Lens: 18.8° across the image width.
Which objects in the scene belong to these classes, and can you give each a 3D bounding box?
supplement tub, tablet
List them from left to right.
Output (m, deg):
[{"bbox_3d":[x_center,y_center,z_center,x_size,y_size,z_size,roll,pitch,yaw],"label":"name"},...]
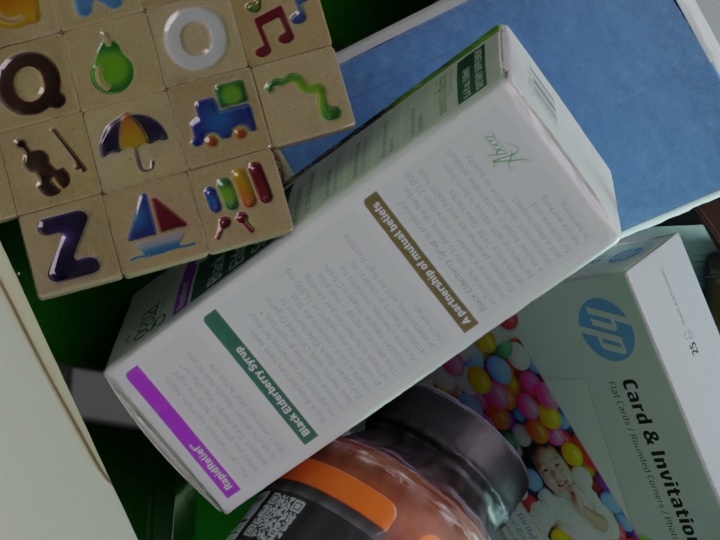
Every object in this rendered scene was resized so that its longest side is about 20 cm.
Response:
[{"bbox_3d":[-0.014,0.142,0.864,0.107,0.107,0.200,48,68,-24],"label":"supplement tub"},{"bbox_3d":[0.063,-0.060,0.938,0.131,0.199,0.014,58,28,-16],"label":"tablet"}]

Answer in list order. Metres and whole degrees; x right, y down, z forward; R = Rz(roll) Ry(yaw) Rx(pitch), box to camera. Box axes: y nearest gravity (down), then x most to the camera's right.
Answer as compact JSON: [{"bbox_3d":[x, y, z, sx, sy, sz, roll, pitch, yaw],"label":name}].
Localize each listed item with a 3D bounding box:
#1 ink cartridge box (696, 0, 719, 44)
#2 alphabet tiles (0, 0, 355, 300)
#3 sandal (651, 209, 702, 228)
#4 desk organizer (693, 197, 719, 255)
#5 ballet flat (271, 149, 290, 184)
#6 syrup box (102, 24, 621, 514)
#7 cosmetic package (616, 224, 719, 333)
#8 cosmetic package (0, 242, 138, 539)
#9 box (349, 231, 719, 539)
[{"bbox_3d":[0.209,-0.124,1.054,0.200,0.144,0.085,-26,139,-63],"label":"ink cartridge box"},{"bbox_3d":[-0.099,-0.095,0.833,0.165,0.006,0.202,-15,75,-4],"label":"alphabet tiles"},{"bbox_3d":[0.125,-0.050,1.094,0.200,0.045,0.076,44,61,-44],"label":"sandal"},{"bbox_3d":[0.218,0.046,1.044,0.077,0.071,0.201,-48,124,-24],"label":"desk organizer"},{"bbox_3d":[-0.096,-0.100,0.886,0.200,0.062,0.068,51,55,-23],"label":"ballet flat"},{"bbox_3d":[0.000,0.000,0.858,0.082,0.199,0.079,51,15,-15],"label":"syrup box"},{"bbox_3d":[0.163,0.056,1.077,0.199,0.051,0.152,-4,101,-42],"label":"cosmetic package"},{"bbox_3d":[-0.169,0.033,0.773,0.073,0.103,0.201,-34,106,-40],"label":"cosmetic package"},{"bbox_3d":[0.079,0.074,0.919,0.041,0.199,0.157,-33,105,-40],"label":"box"}]
